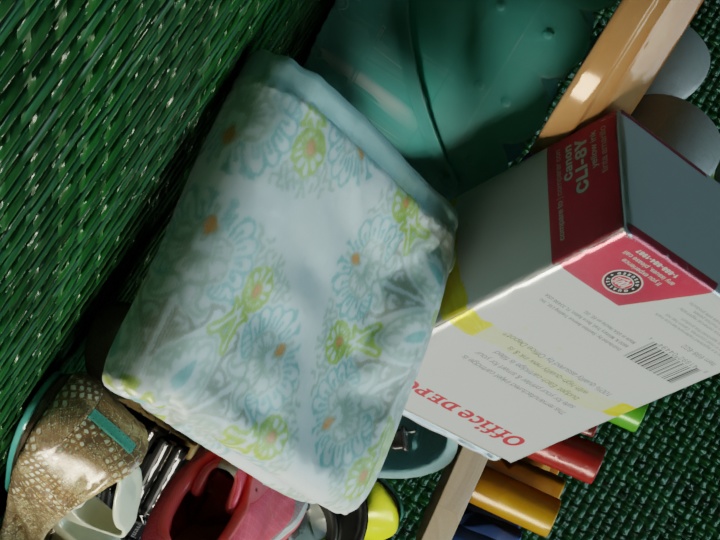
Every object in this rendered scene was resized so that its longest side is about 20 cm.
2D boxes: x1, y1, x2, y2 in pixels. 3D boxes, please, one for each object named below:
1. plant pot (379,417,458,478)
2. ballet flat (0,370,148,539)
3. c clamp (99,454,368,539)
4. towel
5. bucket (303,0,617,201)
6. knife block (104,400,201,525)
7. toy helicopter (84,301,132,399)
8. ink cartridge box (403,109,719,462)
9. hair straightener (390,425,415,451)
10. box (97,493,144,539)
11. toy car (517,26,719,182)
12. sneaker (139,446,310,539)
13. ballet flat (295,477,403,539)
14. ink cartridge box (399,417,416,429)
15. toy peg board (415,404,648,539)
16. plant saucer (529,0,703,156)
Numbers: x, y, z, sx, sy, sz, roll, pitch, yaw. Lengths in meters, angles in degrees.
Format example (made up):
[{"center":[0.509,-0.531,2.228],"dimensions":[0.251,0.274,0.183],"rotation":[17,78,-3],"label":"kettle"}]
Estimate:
[{"center":[0.000,0.000,1.301],"dimensions":[0.200,0.200,0.196],"rotation":[119,-5,-61],"label":"plant pot"},{"center":[-0.144,0.117,0.974],"dimensions":[0.071,0.065,0.200],"rotation":[-56,177,-30],"label":"ballet flat"},{"center":[-0.100,0.174,1.295],"dimensions":[0.027,0.200,0.171],"rotation":[138,-31,-76],"label":"c clamp"},{"center":[-0.028,0.012,0.961],"dimensions":[0.200,0.048,0.171],"rotation":[40,67,-52],"label":"towel"},{"center":[0.065,-0.146,1.166],"dimensions":[0.207,0.135,0.207],"rotation":[-59,179,-1],"label":"bucket"},{"center":[-0.098,0.050,1.177],"dimensions":[0.200,0.064,0.176],"rotation":[-59,179,-10],"label":"knife block"},{"center":[-0.071,0.033,1.014],"dimensions":[0.200,0.079,0.133],"rotation":[-20,113,-56],"label":"toy helicopter"},{"center":[0.107,0.015,1.089],"dimensions":[0.200,0.145,0.084],"rotation":[-28,-133,35],"label":"ink cartridge box"},{"center":[-0.002,0.086,1.219],"dimensions":[0.200,0.077,0.041],"rotation":[118,-26,-56],"label":"hair straightener"},{"center":[-0.127,0.236,1.400],"dimensions":[0.124,0.196,0.200],"rotation":[-58,179,-18],"label":"box"},{"center":[0.164,-0.044,1.234],"dimensions":[0.150,0.175,0.200],"rotation":[-18,-143,18],"label":"toy car"},{"center":[-0.068,0.124,1.103],"dimensions":[0.200,0.074,0.087],"rotation":[-59,171,-48],"label":"sneaker"},{"center":[-0.060,0.154,1.383],"dimensions":[0.067,0.200,0.067],"rotation":[-30,123,-36],"label":"ballet flat"},{"center":[-0.002,0.061,1.409],"dimensions":[0.039,0.200,0.100],"rotation":[42,65,-45],"label":"ink cartridge box"},{"center":[0.116,0.119,1.325],"dimensions":[0.200,0.098,0.199],"rotation":[-49,162,-79],"label":"toy peg board"},{"center":[0.159,-0.139,1.082],"dimensions":[0.200,0.037,0.200],"rotation":[-57,177,-5],"label":"plant saucer"}]
